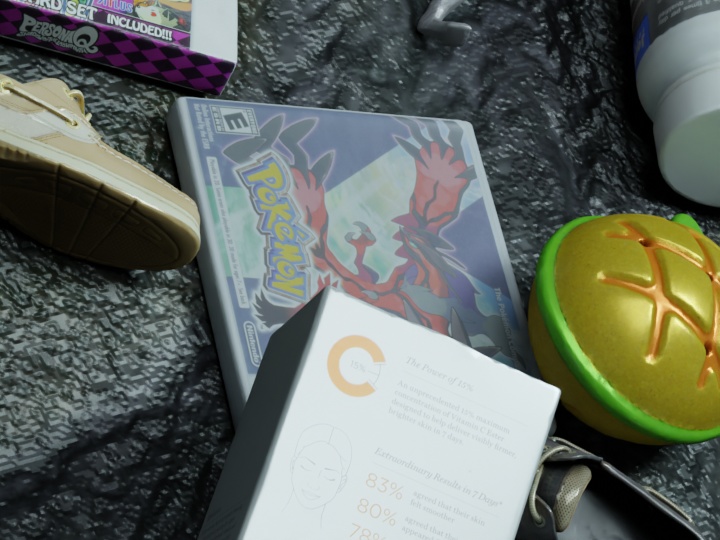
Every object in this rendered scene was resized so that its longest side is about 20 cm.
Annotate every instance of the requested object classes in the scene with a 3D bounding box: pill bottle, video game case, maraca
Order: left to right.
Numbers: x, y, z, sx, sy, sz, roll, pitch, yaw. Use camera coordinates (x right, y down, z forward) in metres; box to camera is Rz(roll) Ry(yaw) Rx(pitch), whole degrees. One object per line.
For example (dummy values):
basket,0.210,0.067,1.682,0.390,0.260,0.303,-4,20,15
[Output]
video game case,-0.161,-0.195,1.624,0.199,0.036,0.182,15,49,-19
video game case,0.000,0.000,1.579,0.181,0.023,0.201,3,55,-28
maraca,0.163,0.027,1.597,0.200,0.107,0.138,-14,71,-52
pill bottle,0.213,-0.143,1.745,0.113,0.114,0.201,15,50,-19

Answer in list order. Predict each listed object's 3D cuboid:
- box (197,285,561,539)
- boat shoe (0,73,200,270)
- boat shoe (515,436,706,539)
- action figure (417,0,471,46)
box,-0.005,0.130,1.386,0.124,0.097,0.201,24,69,-11
boat shoe,-0.166,-0.066,1.499,0.199,0.074,0.069,25,54,-10
boat shoe,0.092,0.109,1.502,0.199,0.073,0.075,23,67,-12
action figure,0.035,-0.250,1.735,0.200,0.104,0.194,51,38,-22
